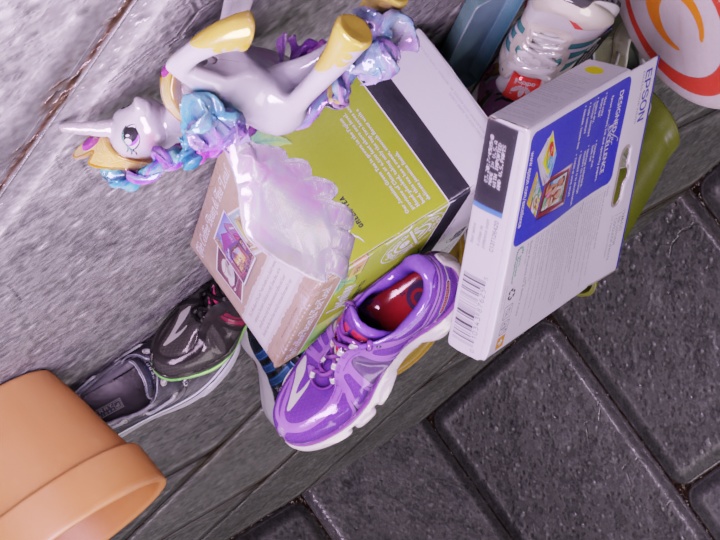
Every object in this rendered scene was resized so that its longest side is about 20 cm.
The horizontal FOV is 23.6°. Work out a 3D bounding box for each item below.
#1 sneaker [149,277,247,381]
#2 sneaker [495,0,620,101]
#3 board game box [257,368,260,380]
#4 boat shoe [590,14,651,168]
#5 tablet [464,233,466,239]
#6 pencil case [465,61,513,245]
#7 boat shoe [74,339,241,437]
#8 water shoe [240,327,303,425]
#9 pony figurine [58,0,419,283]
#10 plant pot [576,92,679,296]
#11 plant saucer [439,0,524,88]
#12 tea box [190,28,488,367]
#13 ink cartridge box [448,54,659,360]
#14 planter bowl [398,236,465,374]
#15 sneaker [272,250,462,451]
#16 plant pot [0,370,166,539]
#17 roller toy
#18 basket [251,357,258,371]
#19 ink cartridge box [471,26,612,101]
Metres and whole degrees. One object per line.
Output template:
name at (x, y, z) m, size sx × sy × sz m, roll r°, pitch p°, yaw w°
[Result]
sneaker at (-0.118, 0.020, 1.556) m, size 0.200 × 0.077 × 0.084 m, roll -41°, pitch 153°, yaw 4°
sneaker at (0.152, -0.178, 1.380) m, size 0.200 × 0.070 × 0.094 m, roll -165°, pitch -80°, yaw -87°
board game box at (-0.033, 0.036, 1.747) m, size 0.199 × 0.106 × 0.023 m, roll -35°, pitch 142°, yaw 27°
boat shoe at (0.252, -0.168, 1.680) m, size 0.072 × 0.062 × 0.201 m, roll -47°, pitch 142°, yaw -21°
tablet at (0.115, -0.033, 1.764) m, size 0.129 × 0.014 × 0.199 m, roll -6°, pitch 154°, yaw 45°
pencil case at (0.134, -0.087, 1.475) m, size 0.083 × 0.085 × 0.202 m, roll 114°, pitch -12°, yaw -50°
boat shoe at (-0.199, 0.100, 1.623) m, size 0.199 × 0.072 × 0.068 m, roll -29°, pitch 167°, yaw -12°
water shoe at (-0.063, 0.077, 1.665) m, size 0.072 × 0.078 × 0.201 m, roll -52°, pitch 142°, yaw -36°
pony figurine at (-0.057, -0.102, 1.019) m, size 0.191 × 0.168 × 0.200 m, roll 14°, pitch 141°, yaw -34°
plant pot at (0.237, -0.111, 1.847) m, size 0.193 × 0.200 × 0.201 m, roll -46°, pitch 172°, yaw -13°
plant saucer at (0.093, -0.191, 1.426) m, size 0.070 × 0.019 × 0.200 m, roll -33°, pitch 168°, yaw -21°
tea box at (-0.012, -0.053, 1.354) m, size 0.196 × 0.134 × 0.200 m, roll -32°, pitch 169°, yaw -21°
ink cartridge box at (0.150, -0.056, 1.327) m, size 0.199 × 0.047 × 0.200 m, roll -32°, pitch 138°, yaw -48°
planter bowl at (0.000, 0.000, 1.649) m, size 0.083 × 0.202 × 0.200 m, roll 25°, pitch 124°, yaw -40°
sneaker at (-0.005, 0.055, 1.331) m, size 0.200 × 0.081 × 0.083 m, roll -48°, pitch 154°, yaw 15°
plant pot at (-0.285, 0.181, 1.475) m, size 0.199 × 0.141 × 0.200 m, roll -35°, pitch 169°, yaw -8°
roller toy at (0.318, -0.247, 1.466) m, size 0.139 × 0.201 × 0.182 m, roll -33°, pitch -169°, yaw -19°
basket at (-0.046, 0.088, 1.910) m, size 0.180 × 0.136 × 0.200 m, roll -44°, pitch 166°, yaw 4°
ink cartridge box at (0.155, -0.176, 1.625) m, size 0.093 × 0.044 × 0.200 m, roll -29°, pitch 168°, yaw -27°
